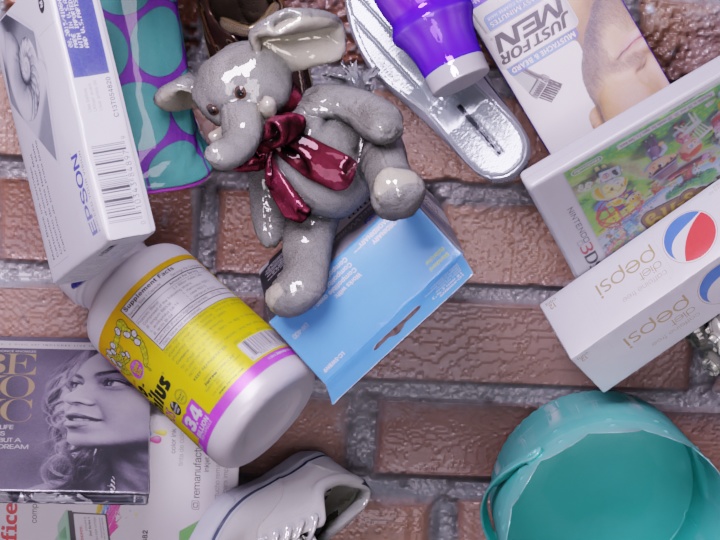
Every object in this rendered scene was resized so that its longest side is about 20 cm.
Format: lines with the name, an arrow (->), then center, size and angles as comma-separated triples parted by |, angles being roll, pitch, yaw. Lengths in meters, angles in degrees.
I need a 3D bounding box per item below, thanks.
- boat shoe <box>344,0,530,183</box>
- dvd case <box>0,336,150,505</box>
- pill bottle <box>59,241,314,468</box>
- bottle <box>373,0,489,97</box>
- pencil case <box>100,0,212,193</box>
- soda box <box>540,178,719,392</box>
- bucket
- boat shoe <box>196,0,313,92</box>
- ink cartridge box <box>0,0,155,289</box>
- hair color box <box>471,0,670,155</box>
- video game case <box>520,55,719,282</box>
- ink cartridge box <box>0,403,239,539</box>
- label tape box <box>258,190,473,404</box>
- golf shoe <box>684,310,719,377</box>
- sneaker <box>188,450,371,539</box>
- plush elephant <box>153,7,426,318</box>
boat shoe -> 0.056, -0.147, 1.675 | 0.073, 0.067, 0.200 | -34, 84, 5
dvd case -> -0.233, 0.110, 1.653 | 0.148, 0.200, 0.016 | 1, 121, -6
pill bottle -> -0.137, 0.050, 1.660 | 0.200, 0.104, 0.104 | 41, 100, 19
bottle -> 0.033, -0.226, 1.606 | 0.065, 0.084, 0.200 | -26, 81, 6
pencil case -> -0.166, -0.162, 1.639 | 0.092, 0.085, 0.200 | -22, 111, -39
soda box -> 0.246, 0.006, 1.709 | 0.200, 0.064, 0.068 | -36, 140, 10
bucket -> 0.199, 0.201, 1.756 | 0.207, 0.135, 0.208 | -1, 106, -5
boat shoe -> -0.087, -0.186, 1.645 | 0.072, 0.072, 0.200 | -18, 109, 0
ink cartridge box -> -0.215, -0.096, 1.564 | 0.041, 0.200, 0.200 | -11, 82, -25
hair color box -> 0.161, -0.168, 1.681 | 0.109, 0.065, 0.200 | -32, 108, 5
video game case -> 0.240, -0.069, 1.691 | 0.200, 0.022, 0.182 | -31, 140, 3
ink cartridge box -> -0.199, 0.167, 1.732 | 0.199, 0.084, 0.145 | 1, 106, -7
label tape box -> 0.000, 0.000, 1.642 | 0.144, 0.200, 0.063 | -43, 106, 7
golf shoe -> 0.345, 0.091, 1.774 | 0.097, 0.078, 0.200 | -38, 119, -17
sneaker -> -0.063, 0.198, 1.697 | 0.071, 0.200, 0.073 | 14, 121, 30
plush elephant -> -0.057, -0.100, 1.563 | 0.155, 0.200, 0.165 | 25, 137, -28
